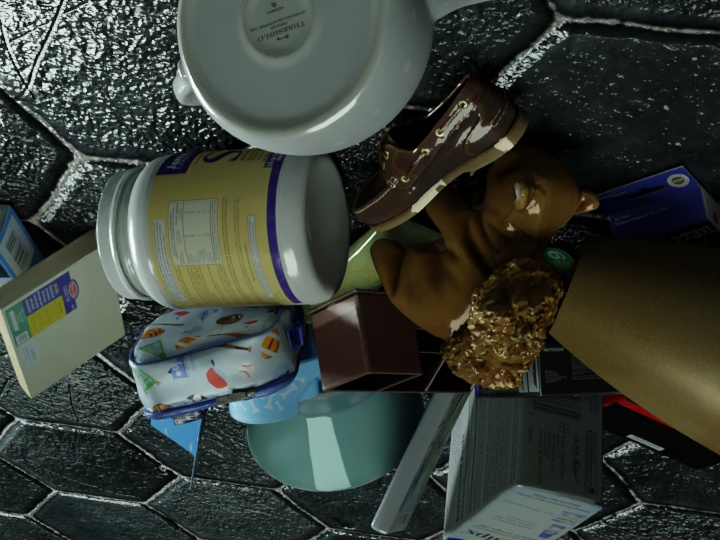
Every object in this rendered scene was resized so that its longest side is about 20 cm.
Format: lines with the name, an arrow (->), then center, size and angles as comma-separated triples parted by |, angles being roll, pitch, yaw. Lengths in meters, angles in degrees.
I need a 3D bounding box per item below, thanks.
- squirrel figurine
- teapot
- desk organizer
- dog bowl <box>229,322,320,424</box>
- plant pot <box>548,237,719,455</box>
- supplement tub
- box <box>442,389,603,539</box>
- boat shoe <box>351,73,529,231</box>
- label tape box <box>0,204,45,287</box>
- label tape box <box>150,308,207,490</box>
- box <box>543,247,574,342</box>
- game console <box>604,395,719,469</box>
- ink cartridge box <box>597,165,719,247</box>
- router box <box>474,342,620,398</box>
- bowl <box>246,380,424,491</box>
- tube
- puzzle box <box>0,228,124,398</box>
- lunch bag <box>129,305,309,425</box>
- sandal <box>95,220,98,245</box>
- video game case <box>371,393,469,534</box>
squirrel figurine -> 0.129, -0.004, 1.104 | 0.141, 0.200, 0.187 | 13, 136, -35
teapot -> -0.029, -0.173, 0.928 | 0.200, 0.198, 0.146 | 31, -165, 20
desk organizer -> 0.052, 0.070, 1.196 | 0.200, 0.077, 0.072 | 5, 158, -41
dog bowl -> -0.042, 0.090, 1.270 | 0.200, 0.111, 0.050 | -17, 111, -6
plant pot -> 0.276, 0.049, 1.124 | 0.200, 0.187, 0.186 | 21, 148, 5
supplement tub -> -0.123, -0.038, 1.162 | 0.200, 0.146, 0.145 | -2, 146, 18
box -> 0.181, 0.201, 1.420 | 0.105, 0.184, 0.200 | 16, 148, -14
boat shoe -> 0.053, -0.103, 1.090 | 0.070, 0.070, 0.200 | 32, 135, -24
label tape box -> -0.449, -0.008, 1.368 | 0.200, 0.066, 0.143 | 0, 147, 11
label tape box -> -0.187, 0.112, 1.360 | 0.063, 0.200, 0.144 | 12, 147, -4
box -> 0.139, 0.035, 1.300 | 0.200, 0.048, 0.117 | -13, 141, 29
game console -> 0.380, 0.171, 1.470 | 0.200, 0.031, 0.177 | 25, 149, -21
ink cartridge box -> 0.307, -0.020, 1.184 | 0.095, 0.037, 0.200 | -19, 136, 37
router box -> 0.234, 0.098, 1.268 | 0.200, 0.052, 0.157 | 0, 174, -19
bowl -> -0.035, 0.128, 1.373 | 0.200, 0.201, 0.105 | 1, 131, 13
tube -> 0.000, 0.000, 1.282 | 0.200, 0.058, 0.052 | -35, 84, 42
puzzle box -> -0.325, 0.049, 1.380 | 0.025, 0.133, 0.200 | 45, 154, 22
lunch bag -> -0.124, 0.071, 1.190 | 0.160, 0.200, 0.076 | -13, 106, 5
sandal -> -0.185, -0.004, 1.305 | 0.200, 0.082, 0.055 | 20, 154, -30
video game case -> 0.074, 0.189, 1.369 | 0.022, 0.200, 0.182 | 25, 174, 11
